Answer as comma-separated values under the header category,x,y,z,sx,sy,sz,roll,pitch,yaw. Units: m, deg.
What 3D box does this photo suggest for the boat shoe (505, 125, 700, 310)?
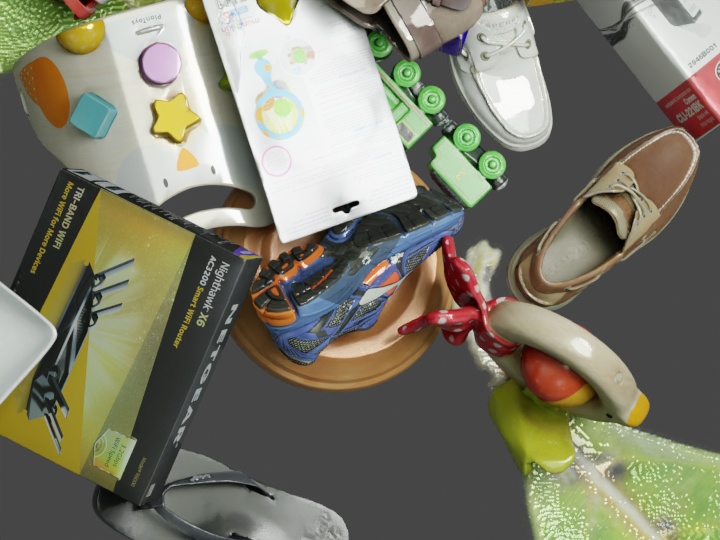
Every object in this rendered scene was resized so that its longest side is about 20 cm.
category,x,y,z,sx,sy,sz,roll,pitch,yaw
boat shoe,0.203,-0.042,1.688,0.076,0.072,0.200,45,75,-1

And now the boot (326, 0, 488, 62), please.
category,x,y,z,sx,sy,sz,roll,pitch,yaw
boot,0.019,-0.260,1.574,0.200,0.070,0.146,41,82,4

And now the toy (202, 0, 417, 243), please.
category,x,y,z,sx,sy,sz,roll,pitch,yaw
toy,-0.043,-0.134,1.599,0.114,0.047,0.202,-19,97,-16

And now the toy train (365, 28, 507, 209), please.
category,x,y,z,sx,sy,sz,roll,pitch,yaw
toy train,0.037,-0.130,1.688,0.056,0.042,0.200,-44,91,-4

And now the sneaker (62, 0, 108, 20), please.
category,x,y,z,sx,sy,sz,roll,pitch,yaw
sneaker,-0.173,-0.229,1.598,0.108,0.201,0.067,-52,133,-9

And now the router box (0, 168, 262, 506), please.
category,x,y,z,sx,sy,sz,roll,pitch,yaw
router box,-0.184,0.048,1.555,0.156,0.052,0.201,25,97,9

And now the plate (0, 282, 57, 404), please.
category,x,y,z,sx,sy,sz,roll,pitch,yaw
plate,-0.353,0.057,1.518,0.199,0.032,0.200,40,83,-5

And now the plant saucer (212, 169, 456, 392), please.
category,x,y,z,sx,sy,sz,roll,pitch,yaw
plant saucer,-0.019,-0.006,1.656,0.198,0.037,0.202,2,80,-12

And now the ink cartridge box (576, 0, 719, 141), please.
category,x,y,z,sx,sy,sz,roll,pitch,yaw
ink cartridge box,0.270,-0.230,1.727,0.144,0.084,0.200,-39,88,-14

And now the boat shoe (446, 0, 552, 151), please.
category,x,y,z,sx,sy,sz,roll,pitch,yaw
boat shoe,0.103,-0.193,1.694,0.070,0.069,0.201,-22,86,-16

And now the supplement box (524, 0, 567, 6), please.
category,x,y,z,sx,sy,sz,roll,pitch,yaw
supplement box,0.221,-0.283,1.628,0.198,0.110,0.110,-10,81,-12

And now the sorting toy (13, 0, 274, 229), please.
category,x,y,z,sx,sy,sz,roll,pitch,yaw
sorting toy,-0.143,-0.106,1.613,0.198,0.107,0.181,-17,86,-13

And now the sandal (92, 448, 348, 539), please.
category,x,y,z,sx,sy,sz,roll,pitch,yaw
sandal,-0.103,0.181,1.605,0.198,0.043,0.077,13,78,-9

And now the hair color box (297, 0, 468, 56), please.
category,x,y,z,sx,sy,sz,roll,pitch,yaw
hair color box,0.002,-0.254,1.640,0.199,0.065,0.110,19,81,4

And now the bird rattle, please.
category,x,y,z,sx,sy,sz,roll,pitch,yaw
bird rattle,0.136,0.058,1.603,0.113,0.162,0.201,-51,126,-25

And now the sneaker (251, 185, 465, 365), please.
category,x,y,z,sx,sy,sz,roll,pitch,yaw
sneaker,0.000,0.000,1.610,0.199,0.079,0.075,-32,44,-26
